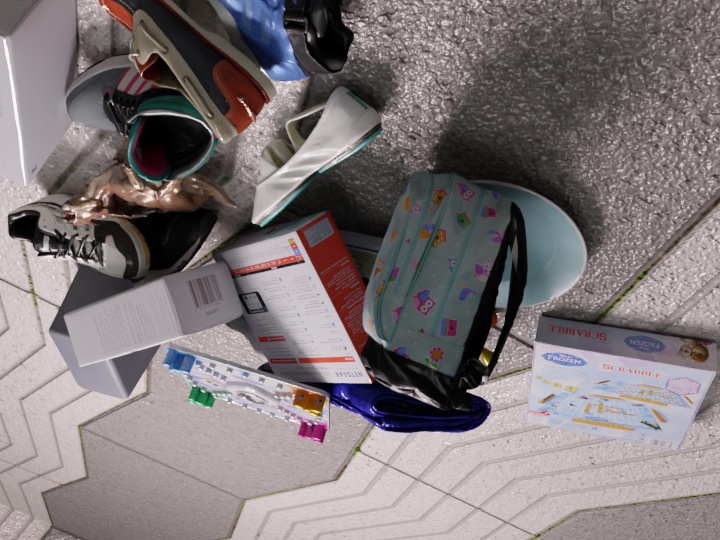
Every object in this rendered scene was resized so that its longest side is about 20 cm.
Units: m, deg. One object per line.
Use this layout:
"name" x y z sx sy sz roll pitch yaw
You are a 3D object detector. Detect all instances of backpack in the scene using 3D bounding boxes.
"backpack" 0.071 0.013 0.702 0.126 0.202 0.167 19 179 -7

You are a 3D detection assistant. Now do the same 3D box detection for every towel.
"towel" 0.039 0.148 0.886 0.146 0.050 0.200 8 180 -23

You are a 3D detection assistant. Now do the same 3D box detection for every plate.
"plate" 0.137 -0.029 0.806 0.198 0.026 0.201 12 143 9

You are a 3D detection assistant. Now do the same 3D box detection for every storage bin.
"storage bin" -0.342 0.085 1.076 0.144 0.135 0.201 13 145 7

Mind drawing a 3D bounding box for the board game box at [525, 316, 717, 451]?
"board game box" 0.309 0.142 0.941 0.198 0.041 0.200 9 143 14

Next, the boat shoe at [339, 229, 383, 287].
"boat shoe" 0.000 0.000 0.848 0.199 0.062 0.072 3 142 42

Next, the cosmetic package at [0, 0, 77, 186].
"cosmetic package" -0.379 -0.214 0.707 0.199 0.124 0.200 23 144 -4

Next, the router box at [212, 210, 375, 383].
"router box" -0.068 0.038 0.864 0.199 0.049 0.181 -9 111 53

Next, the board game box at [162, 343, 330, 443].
"board game box" -0.136 0.159 0.950 0.198 0.026 0.200 16 157 4

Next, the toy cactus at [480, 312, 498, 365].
"toy cactus" 0.073 0.066 0.911 0.164 0.103 0.200 24 179 35

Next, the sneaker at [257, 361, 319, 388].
"sneaker" -0.042 0.117 1.008 0.198 0.075 0.089 -3 118 -16

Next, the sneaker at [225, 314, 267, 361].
"sneaker" -0.116 0.059 1.002 0.081 0.075 0.200 0 152 21

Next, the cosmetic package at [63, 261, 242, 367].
"cosmetic package" -0.247 0.053 0.906 0.199 0.101 0.075 -19 89 37

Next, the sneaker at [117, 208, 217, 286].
"sneaker" -0.255 -0.038 0.931 0.087 0.076 0.199 42 138 -22

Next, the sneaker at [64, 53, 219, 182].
"sneaker" -0.204 -0.137 0.717 0.198 0.121 0.084 -6 138 19

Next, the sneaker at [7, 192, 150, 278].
"sneaker" -0.338 -0.030 0.908 0.199 0.087 0.076 20 116 29

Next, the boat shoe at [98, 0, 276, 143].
"boat shoe" -0.159 -0.182 0.645 0.200 0.063 0.071 39 174 18

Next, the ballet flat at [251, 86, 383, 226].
"ballet flat" -0.058 -0.115 0.757 0.069 0.070 0.199 35 137 -22

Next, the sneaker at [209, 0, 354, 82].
"sneaker" -0.073 -0.228 0.589 0.110 0.077 0.200 4 146 29

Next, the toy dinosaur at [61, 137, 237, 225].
"toy dinosaur" -0.221 -0.092 0.835 0.198 0.086 0.136 12 144 2
